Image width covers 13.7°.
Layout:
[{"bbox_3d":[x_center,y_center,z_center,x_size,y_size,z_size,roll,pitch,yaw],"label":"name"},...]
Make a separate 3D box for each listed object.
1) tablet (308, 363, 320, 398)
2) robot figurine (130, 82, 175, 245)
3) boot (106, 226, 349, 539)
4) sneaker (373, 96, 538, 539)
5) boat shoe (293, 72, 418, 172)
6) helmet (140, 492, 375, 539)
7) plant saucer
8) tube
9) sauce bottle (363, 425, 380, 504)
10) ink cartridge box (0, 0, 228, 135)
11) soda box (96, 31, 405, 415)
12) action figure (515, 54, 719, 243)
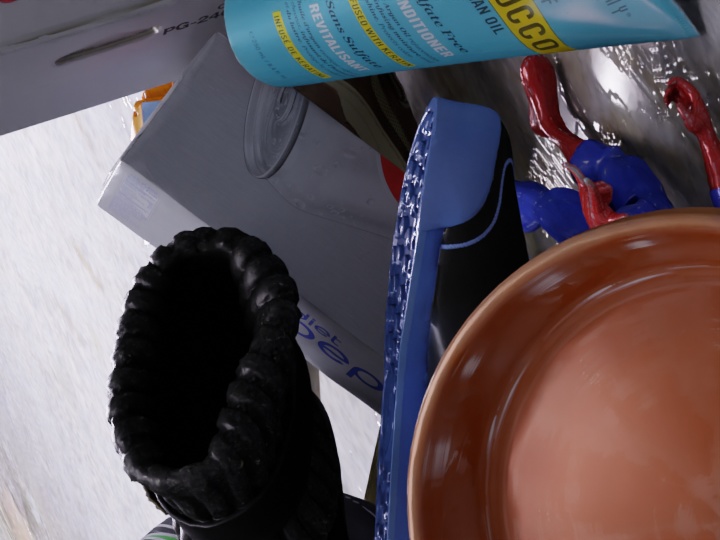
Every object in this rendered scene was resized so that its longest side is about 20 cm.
[{"bbox_3d":[-0.031,0.004,1.326,0.130,0.014,0.201,75,-171,-65],"label":"tablet"},{"bbox_3d":[-0.070,-0.033,1.335,0.145,0.058,0.201,-79,-16,-68],"label":"robot figurine"},{"bbox_3d":[-0.038,0.105,1.094,0.158,0.079,0.212,79,177,-66],"label":"boot"},{"bbox_3d":[0.047,0.042,0.999,0.070,0.077,0.202,-105,18,-75],"label":"sneaker"},{"bbox_3d":[0.008,-0.029,1.263,0.203,0.074,0.075,72,-152,-48],"label":"boat shoe"},{"bbox_3d":[-0.025,0.185,1.249,0.201,0.199,0.191,62,163,19],"label":"helmet"},{"bbox_3d":[0.111,0.079,0.926,0.032,0.199,0.202,-28,-81,-63],"label":"plant saucer"},{"bbox_3d":[0.029,-0.100,1.045,0.077,0.051,0.199,45,151,-26],"label":"tube"},{"bbox_3d":[0.038,0.077,1.276,0.065,0.064,0.200,61,161,23],"label":"sauce bottle"},{"bbox_3d":[-0.138,-0.162,1.180,0.083,0.144,0.201,109,140,-65],"label":"ink cartridge box"},{"bbox_3d":[0.000,0.000,1.147,0.200,0.068,0.063,37,161,-2],"label":"soda box"},{"bbox_3d":[0.083,-0.035,1.008,0.200,0.065,0.099,47,161,51],"label":"action figure"}]
